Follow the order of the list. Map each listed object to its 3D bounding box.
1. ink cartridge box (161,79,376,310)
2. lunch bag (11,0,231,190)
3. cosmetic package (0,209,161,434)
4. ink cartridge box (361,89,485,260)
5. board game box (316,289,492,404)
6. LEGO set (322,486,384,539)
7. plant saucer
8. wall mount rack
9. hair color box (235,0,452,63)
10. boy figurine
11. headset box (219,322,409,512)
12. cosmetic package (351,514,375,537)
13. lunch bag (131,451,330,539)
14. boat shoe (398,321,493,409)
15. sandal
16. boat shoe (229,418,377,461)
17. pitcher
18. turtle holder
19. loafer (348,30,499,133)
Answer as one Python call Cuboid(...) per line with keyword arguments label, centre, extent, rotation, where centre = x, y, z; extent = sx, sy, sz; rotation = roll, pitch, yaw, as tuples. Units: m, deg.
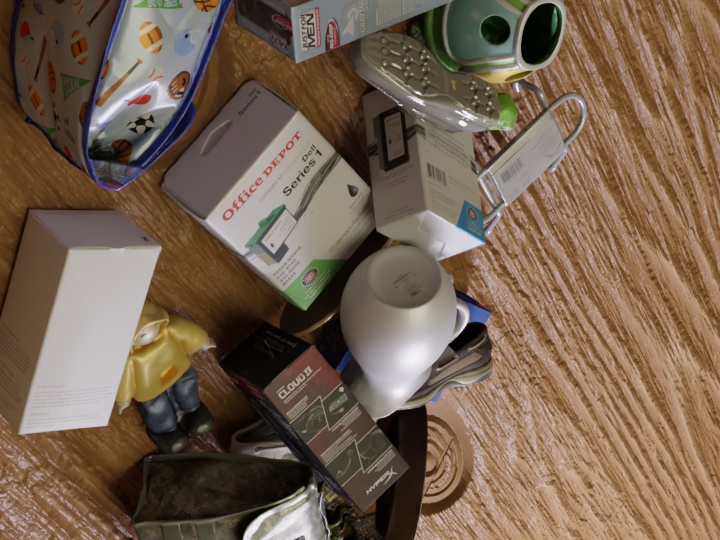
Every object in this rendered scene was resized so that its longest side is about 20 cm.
Cuboid(label="ink cartridge box", centre=(-0.083, -0.074, 1.558), extent=(0.146, 0.084, 0.200), rotation=(-50, 140, -3))
Cuboid(label="lunch bag", centre=(-0.211, -0.187, 1.295), extent=(0.124, 0.170, 0.200), rotation=(10, 110, -41))
Cuboid(label="cosmetic package", centre=(-0.276, 0.048, 1.465), extent=(0.107, 0.085, 0.201), rotation=(1, 117, -44))
Cuboid(label="ink cartridge box", centre=(0.065, -0.125, 1.627), extent=(0.068, 0.201, 0.116), rotation=(-20, 152, 30))
Cuboid(label="board game box", centre=(0.053, 0.072, 1.820), extent=(0.200, 0.045, 0.135), rotation=(24, 101, -49))
Cuboid(label="LEGO set", centre=(-0.043, 0.333, 1.809), extent=(0.116, 0.154, 0.200), rotation=(-36, 98, -18))
Cuboid(label="plant saucer", centre=(0.046, 0.253, 1.850), extent=(0.034, 0.200, 0.201), rotation=(9, 118, -5))
Cuboid(label="wall mount rack", centre=(0.179, -0.122, 1.785), extent=(0.200, 0.075, 0.174), rotation=(-43, 135, -11))
Cuboid(label="hair color box", centre=(-0.011, -0.273, 1.472), extent=(0.200, 0.099, 0.061), rotation=(-27, 133, -28))
Cuboid(label="boy figurine", centre=(-0.204, 0.094, 1.584), extent=(0.124, 0.064, 0.200), rotation=(-31, 138, -20))
Cuboid(label="headset box", centre=(-0.057, 0.147, 1.650), extent=(0.077, 0.149, 0.200), rotation=(-41, 110, -13))
Cuboid(label="cosmetic package", centre=(0.044, 0.405, 1.929), extent=(0.103, 0.200, 0.087), rotation=(-11, 127, -37))
Cuboid(label="lunch bag", centre=(-0.130, 0.287, 1.683), extent=(0.199, 0.118, 0.164), rotation=(-4, 131, 6))
Cuboid(label="boat shoe", centre=(0.072, 0.103, 1.782), extent=(0.200, 0.074, 0.074), rotation=(-17, 116, -41))
Cuboid(label="sandal", centre=(0.003, 0.002, 1.697), extent=(0.212, 0.078, 0.070), rotation=(-54, 131, -6))
Cuboid(label="boat shoe", centre=(-0.060, 0.174, 1.767), extent=(0.200, 0.071, 0.069), rotation=(-27, 135, -25))
Cuboid(label="pitcher", centre=(0.056, 0.050, 1.646), extent=(0.171, 0.121, 0.200), rotation=(-35, 154, -24))
Cuboid(label="turtle holder", centre=(0.135, -0.248, 1.598), extent=(0.141, 0.132, 0.186), rotation=(16, 104, -48))
Cuboid(label="loafer", centre=(0.056, -0.179, 1.528), extent=(0.200, 0.070, 0.070), rotation=(23, 58, -42))
